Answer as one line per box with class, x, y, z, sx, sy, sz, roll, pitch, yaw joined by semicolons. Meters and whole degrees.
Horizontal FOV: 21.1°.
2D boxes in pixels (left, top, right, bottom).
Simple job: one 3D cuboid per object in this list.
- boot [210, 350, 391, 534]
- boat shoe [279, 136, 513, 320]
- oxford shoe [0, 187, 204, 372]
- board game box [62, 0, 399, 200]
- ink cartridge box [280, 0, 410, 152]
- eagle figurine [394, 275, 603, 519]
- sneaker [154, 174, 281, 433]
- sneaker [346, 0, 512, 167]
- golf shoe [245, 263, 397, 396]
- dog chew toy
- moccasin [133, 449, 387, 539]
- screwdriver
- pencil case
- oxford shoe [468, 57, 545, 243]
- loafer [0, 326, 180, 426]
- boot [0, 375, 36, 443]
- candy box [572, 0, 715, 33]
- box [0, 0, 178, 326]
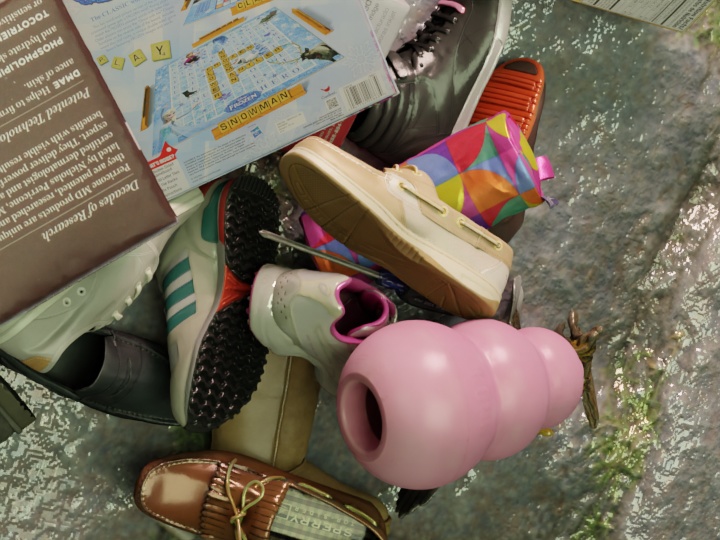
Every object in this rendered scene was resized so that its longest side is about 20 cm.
boot;-0.043;0.114;1.558;0.175;0.066;0.200;6;95;-25
boat shoe;0.030;-0.043;1.450;0.200;0.074;0.069;37;63;-16
oxford shoe;-0.187;0.006;1.423;0.200;0.075;0.058;-43;104;-30
board game box;-0.098;-0.175;1.389;0.200;0.041;0.200;-25;121;-4
ink cartridge box;-0.088;-0.184;1.461;0.200;0.083;0.146;20;106;-25
eagle figurine;0.103;0.099;1.574;0.200;0.151;0.152;-19;96;-13
sneaker;-0.121;0.024;1.491;0.070;0.093;0.200;12;86;-44
sneaker;0.050;-0.174;1.546;0.099;0.071;0.200;18;95;-30
golf shoe;-0.002;0.052;1.490;0.200;0.092;0.075;30;61;-51
dog chew toy;0.083;0.091;1.443;0.200;0.125;0.125;-9;102;-32
moccasin;-0.075;0.190;1.490;0.201;0.078;0.074;22;92;-14
screwdriver;0.000;0.000;1.482;0.200;0.029;0.028;18;72;-31
pencil case;0.053;-0.049;1.524;0.200;0.088;0.088;-24;110;10
oxford shoe;0.108;-0.079;1.603;0.073;0.071;0.200;30;82;-54
loafer;-0.203;0.075;1.475;0.201;0.070;0.068;25;95;-25
boot;-0.361;0.122;1.424;0.200;0.073;0.182;-40;110;-6
candy box;0.187;-0.274;1.570;0.200;0.055;0.115;11;56;-24
box;-0.261;-0.090;1.367;0.164;0.166;0.200;-32;110;-13
